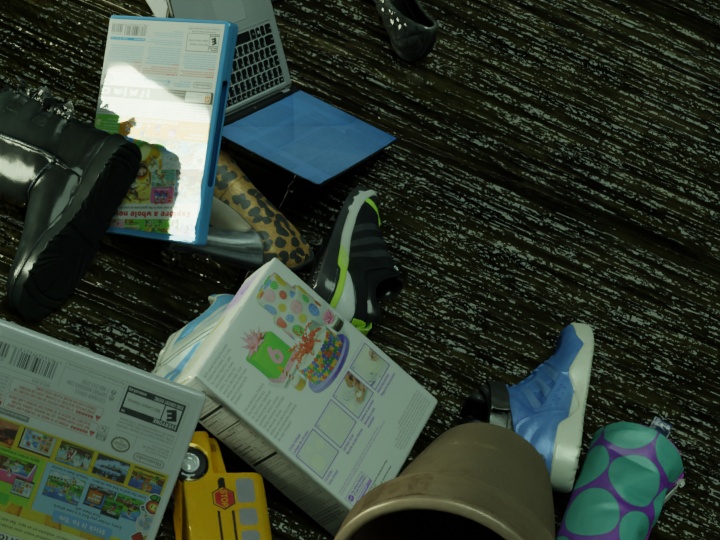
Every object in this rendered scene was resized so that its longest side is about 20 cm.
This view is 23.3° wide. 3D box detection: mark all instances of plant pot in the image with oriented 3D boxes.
[{"bbox_3d":[0.085,0.219,1.448,0.199,0.201,0.175,23,35,3],"label":"plant pot"}]

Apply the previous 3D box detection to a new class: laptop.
[{"bbox_3d":[-0.072,-0.192,1.686,0.115,0.202,0.187,-8,13,27],"label":"laptop"}]

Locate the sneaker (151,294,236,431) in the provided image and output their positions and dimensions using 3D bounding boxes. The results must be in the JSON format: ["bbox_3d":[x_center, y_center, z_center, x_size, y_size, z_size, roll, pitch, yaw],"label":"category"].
[{"bbox_3d":[-0.159,0.098,1.535,0.072,0.072,0.200,18,50,31],"label":"sneaker"}]

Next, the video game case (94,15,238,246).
[{"bbox_3d":[-0.186,-0.130,1.602,0.142,0.018,0.202,8,89,32],"label":"video game case"}]

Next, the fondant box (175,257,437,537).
[{"bbox_3d":[-0.047,0.110,1.511,0.200,0.058,0.145,42,54,-12],"label":"fondant box"}]

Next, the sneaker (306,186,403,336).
[{"bbox_3d":[0.000,0.000,1.626,0.082,0.072,0.201,27,36,-6],"label":"sneaker"}]

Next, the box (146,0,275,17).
[{"bbox_3d":[-0.183,-0.356,1.865,0.155,0.041,0.201,-20,63,-27],"label":"box"}]

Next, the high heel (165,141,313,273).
[{"bbox_3d":[-0.113,-0.082,1.679,0.141,0.072,0.202,13,51,-18],"label":"high heel"}]

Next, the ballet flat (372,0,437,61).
[{"bbox_3d":[0.032,-0.314,1.869,0.066,0.057,0.201,-11,65,-38],"label":"ballet flat"}]

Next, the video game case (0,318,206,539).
[{"bbox_3d":[-0.246,0.152,1.405,0.198,0.023,0.184,21,89,-16],"label":"video game case"}]

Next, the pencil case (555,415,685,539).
[{"bbox_3d":[0.221,0.226,1.525,0.092,0.085,0.201,20,52,10],"label":"pencil case"}]

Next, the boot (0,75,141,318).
[{"bbox_3d":[-0.306,-0.071,1.601,0.161,0.073,0.199,25,81,27],"label":"boot"}]

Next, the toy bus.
[{"bbox_3d":[-0.114,0.233,1.443,0.077,0.065,0.202,-1,55,-16],"label":"toy bus"}]

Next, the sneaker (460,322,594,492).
[{"bbox_3d":[0.150,0.113,1.592,0.110,0.077,0.201,10,43,6],"label":"sneaker"}]
